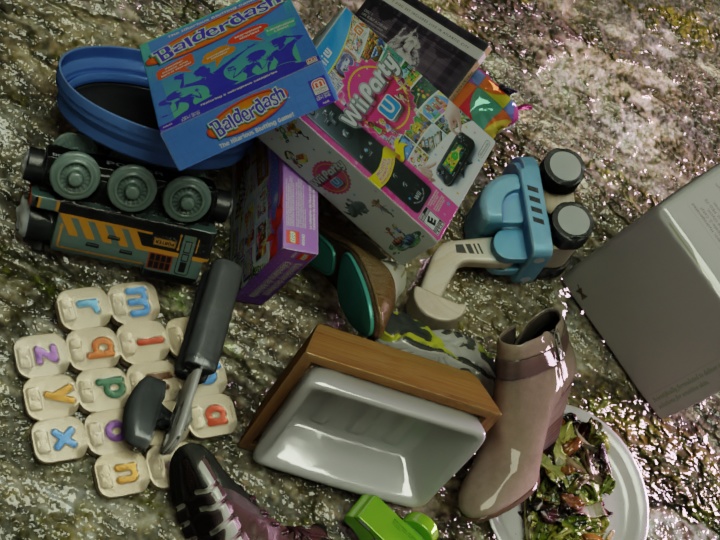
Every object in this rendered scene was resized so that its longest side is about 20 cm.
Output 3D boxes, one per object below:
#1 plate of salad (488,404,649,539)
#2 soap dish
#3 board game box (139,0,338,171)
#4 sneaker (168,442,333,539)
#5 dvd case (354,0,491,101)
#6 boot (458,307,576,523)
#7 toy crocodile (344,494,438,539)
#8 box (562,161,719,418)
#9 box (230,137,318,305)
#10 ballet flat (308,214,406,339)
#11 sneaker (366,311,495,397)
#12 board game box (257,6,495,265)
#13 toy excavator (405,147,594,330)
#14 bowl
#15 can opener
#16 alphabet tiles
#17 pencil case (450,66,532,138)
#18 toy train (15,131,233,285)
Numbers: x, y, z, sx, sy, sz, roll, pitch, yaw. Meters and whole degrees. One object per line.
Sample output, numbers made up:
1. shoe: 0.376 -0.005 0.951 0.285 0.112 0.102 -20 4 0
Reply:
1. plate of salad: 0.216 0.228 1.496 0.200 0.048 0.200 10 64 -21
2. soap dish: 0.007 0.137 1.378 0.200 0.157 0.081 19 44 -17
3. board game box: -0.115 -0.179 1.321 0.152 0.200 0.045 -24 122 0
4. sneaker: -0.090 0.235 1.336 0.115 0.076 0.200 -24 91 -37
5. dvd case: 0.018 -0.185 1.504 0.149 0.016 0.200 36 89 25
6. boot: 0.148 0.131 1.415 0.200 0.070 0.146 -42 135 -48
7. toy crocodile: 0.065 0.291 1.391 0.200 0.062 0.068 40 43 -2
8. box: 0.370 0.014 1.575 0.171 0.199 0.200 -30 84 -32
9. box: -0.085 -0.083 1.432 0.039 0.137 0.200 10 65 -23
10. ballet flat: 0.000 0.000 1.431 0.072 0.068 0.200 -6 28 -26
11. sneaker: 0.070 0.104 1.471 0.200 0.085 0.075 27 24 -35
12. board game box: 0.014 -0.128 1.390 0.200 0.064 0.148 40 53 -12
13. toy excavator: 0.140 -0.029 1.556 0.200 0.100 0.195 0 66 -12
14. bowl: -0.196 -0.156 1.408 0.200 0.039 0.201 17 25 -8
15. can opener: -0.165 0.076 1.355 0.067 0.053 0.200 23 59 -17
16. alphabet tiles: -0.217 0.108 1.356 0.195 0.015 0.200 -7 72 -28
17. pencil case: 0.083 -0.120 1.513 0.088 0.088 0.200 41 92 -4
18. toy train: -0.222 -0.056 1.371 0.200 0.114 0.085 11 20 -17
